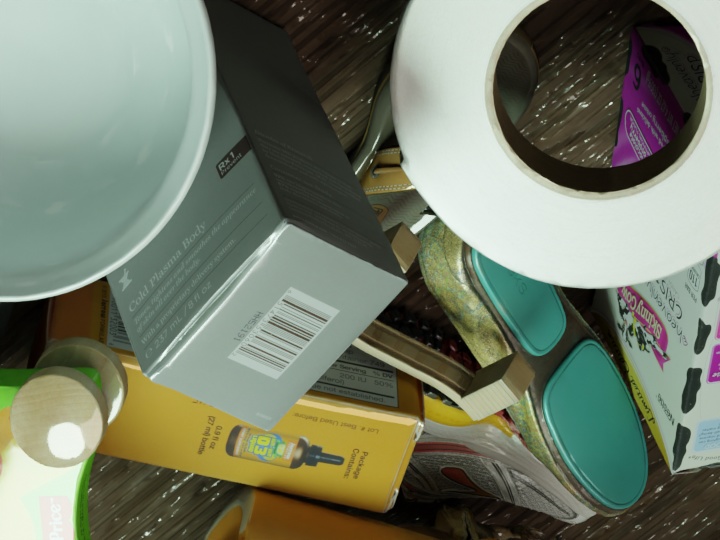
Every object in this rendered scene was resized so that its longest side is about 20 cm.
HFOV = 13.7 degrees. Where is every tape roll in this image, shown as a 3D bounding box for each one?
[{"bbox_3d":[0.112,-0.090,1.412,0.201,0.037,0.204,1,112,4],"label":"tape roll"}]

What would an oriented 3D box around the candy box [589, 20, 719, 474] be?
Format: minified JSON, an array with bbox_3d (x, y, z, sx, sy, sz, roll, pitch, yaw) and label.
[{"bbox_3d":[0.178,-0.013,1.565,0.061,0.137,0.201,-9,133,-14],"label":"candy box"}]

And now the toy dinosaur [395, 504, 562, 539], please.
[{"bbox_3d":[0.061,0.168,1.717,0.101,0.059,0.200,17,154,-6],"label":"toy dinosaur"}]

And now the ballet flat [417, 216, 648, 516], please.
[{"bbox_3d":[0.090,0.045,1.602,0.070,0.071,0.201,-29,115,4],"label":"ballet flat"}]

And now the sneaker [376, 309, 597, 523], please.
[{"bbox_3d":[0.055,0.091,1.660,0.199,0.078,0.082,30,122,-31],"label":"sneaker"}]

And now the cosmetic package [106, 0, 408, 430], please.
[{"bbox_3d":[-0.066,-0.035,1.394,0.090,0.200,0.107,25,115,-40],"label":"cosmetic package"}]

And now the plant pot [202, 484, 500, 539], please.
[{"bbox_3d":[-0.008,0.208,1.559,0.183,0.200,0.201,30,117,-10],"label":"plant pot"}]

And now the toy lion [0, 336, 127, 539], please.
[{"bbox_3d":[-0.206,0.111,1.450,0.190,0.069,0.201,-2,106,8],"label":"toy lion"}]

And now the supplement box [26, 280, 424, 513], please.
[{"bbox_3d":[-0.070,0.063,1.537,0.199,0.069,0.067,14,124,-9],"label":"supplement box"}]

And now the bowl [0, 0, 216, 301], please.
[{"bbox_3d":[-0.152,-0.092,1.352,0.200,0.090,0.203,1,98,10],"label":"bowl"}]

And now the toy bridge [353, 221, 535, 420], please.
[{"bbox_3d":[0.000,0.000,1.512,0.067,0.027,0.200,-29,111,40],"label":"toy bridge"}]

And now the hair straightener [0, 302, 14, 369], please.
[{"bbox_3d":[-0.193,0.072,1.477,0.041,0.077,0.201,-12,119,-69],"label":"hair straightener"}]

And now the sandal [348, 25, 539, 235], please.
[{"bbox_3d":[0.026,-0.049,1.513,0.081,0.055,0.200,19,127,-34],"label":"sandal"}]
